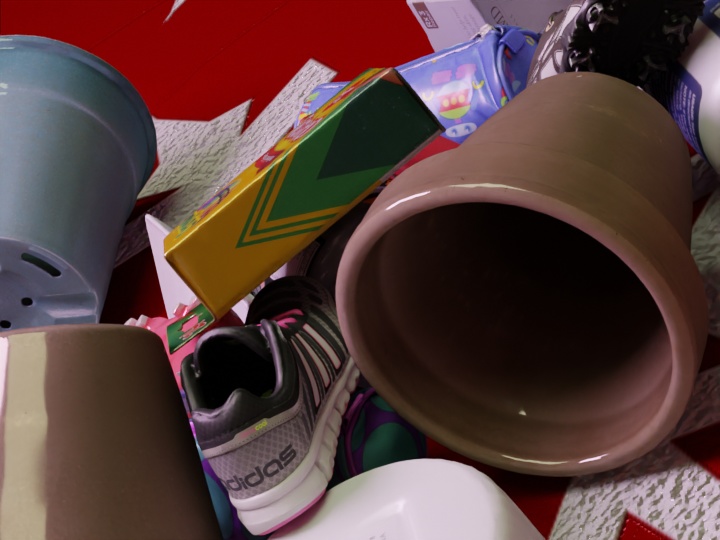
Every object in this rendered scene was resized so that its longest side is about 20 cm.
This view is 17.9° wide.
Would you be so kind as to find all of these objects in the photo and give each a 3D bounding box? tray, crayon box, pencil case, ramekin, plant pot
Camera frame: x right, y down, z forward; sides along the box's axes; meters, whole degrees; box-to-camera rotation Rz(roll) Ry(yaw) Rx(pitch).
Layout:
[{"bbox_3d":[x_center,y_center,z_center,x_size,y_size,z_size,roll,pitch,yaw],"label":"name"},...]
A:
[{"bbox_3d":[-0.092,0.035,1.517,0.022,0.108,0.200,-18,24,-18],"label":"tray"},{"bbox_3d":[-0.049,-0.038,1.331,0.200,0.051,0.127,-40,7,-2],"label":"crayon box"},{"bbox_3d":[0.046,-0.112,1.590,0.199,0.087,0.078,-15,14,35],"label":"pencil case"},{"bbox_3d":[0.018,0.190,1.166,0.200,0.098,0.201,-26,30,17],"label":"ramekin"},{"bbox_3d":[-0.261,-0.038,1.724,0.199,0.200,0.197,-23,39,22],"label":"plant pot"},{"bbox_3d":[0.108,-0.015,1.268,0.199,0.201,0.175,-14,29,33],"label":"plant pot"},{"bbox_3d":[-0.055,0.117,1.360,0.199,0.093,0.085,-9,37,38],"label":"pencil case"},{"bbox_3d":[-0.163,0.124,1.260,0.199,0.200,0.176,-12,78,36],"label":"plant pot"}]

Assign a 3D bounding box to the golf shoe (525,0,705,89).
[{"bbox_3d":[0.139,-0.139,1.357,0.095,0.077,0.200,-102,28,-43],"label":"golf shoe"}]

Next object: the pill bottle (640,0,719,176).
[{"bbox_3d":[0.244,-0.107,1.342,0.119,0.120,0.200,-34,29,4],"label":"pill bottle"}]

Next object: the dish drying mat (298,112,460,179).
[{"bbox_3d":[0.061,-0.059,1.435,0.199,0.018,0.077,25,26,21],"label":"dish drying mat"}]

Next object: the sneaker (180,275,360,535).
[{"bbox_3d":[-0.052,0.052,1.265,0.073,0.088,0.200,-22,29,20],"label":"sneaker"}]

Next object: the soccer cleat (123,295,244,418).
[{"bbox_3d":[-0.102,0.062,1.458,0.067,0.076,0.200,-62,20,-16],"label":"soccer cleat"}]

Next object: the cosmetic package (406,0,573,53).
[{"bbox_3d":[0.132,-0.223,1.652,0.074,0.102,0.200,1,47,49],"label":"cosmetic package"}]

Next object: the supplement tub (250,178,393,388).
[{"bbox_3d":[0.000,0.000,1.441,0.122,0.123,0.200,-40,30,-8],"label":"supplement tub"}]
